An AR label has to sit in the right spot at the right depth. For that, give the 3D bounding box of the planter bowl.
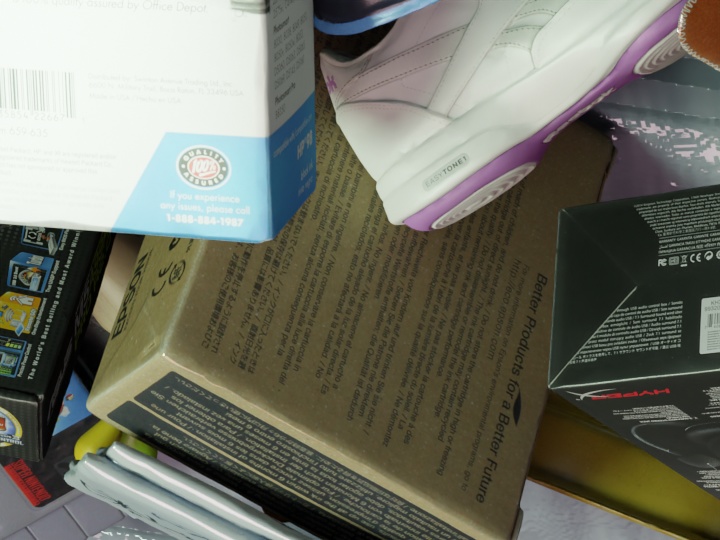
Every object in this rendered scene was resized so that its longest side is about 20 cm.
[{"bbox_3d":[0.120,0.063,1.244,0.199,0.084,0.200,21,179,0],"label":"planter bowl"}]

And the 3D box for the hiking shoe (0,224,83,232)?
[{"bbox_3d":[-0.179,-0.080,1.131,0.100,0.201,0.076,11,128,-42],"label":"hiking shoe"}]

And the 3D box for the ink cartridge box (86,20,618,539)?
[{"bbox_3d":[0.000,0.000,1.137,0.164,0.201,0.075,31,145,-20],"label":"ink cartridge box"}]

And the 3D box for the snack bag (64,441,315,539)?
[{"bbox_3d":[-0.033,0.118,1.177,0.188,0.022,0.200,27,172,-5],"label":"snack bag"}]

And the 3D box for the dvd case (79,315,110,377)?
[{"bbox_3d":[-0.068,0.015,1.294,0.198,0.022,0.146,1,140,16],"label":"dvd case"}]

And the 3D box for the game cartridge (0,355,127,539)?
[{"bbox_3d":[-0.186,0.069,1.311,0.129,0.038,0.200,-26,132,5],"label":"game cartridge"}]

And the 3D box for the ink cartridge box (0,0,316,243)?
[{"bbox_3d":[-0.078,-0.118,1.000,0.115,0.067,0.201,5,110,15],"label":"ink cartridge box"}]

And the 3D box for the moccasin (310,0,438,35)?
[{"bbox_3d":[0.061,-0.149,1.013,0.199,0.081,0.069,-24,104,6],"label":"moccasin"}]

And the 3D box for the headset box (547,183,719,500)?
[{"bbox_3d":[0.182,0.035,1.080,0.148,0.076,0.200,-8,155,32],"label":"headset box"}]

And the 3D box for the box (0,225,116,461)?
[{"bbox_3d":[-0.180,-0.029,1.158,0.159,0.201,0.044,13,143,3],"label":"box"}]

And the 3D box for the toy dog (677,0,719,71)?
[{"bbox_3d":[0.181,-0.090,1.006,0.131,0.096,0.201,14,120,27],"label":"toy dog"}]

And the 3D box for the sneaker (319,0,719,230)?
[{"bbox_3d":[0.069,-0.105,1.073,0.200,0.100,0.075,-36,169,13],"label":"sneaker"}]

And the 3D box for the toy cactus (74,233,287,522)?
[{"bbox_3d":[-0.077,0.040,1.247,0.165,0.102,0.200,44,147,-16],"label":"toy cactus"}]
